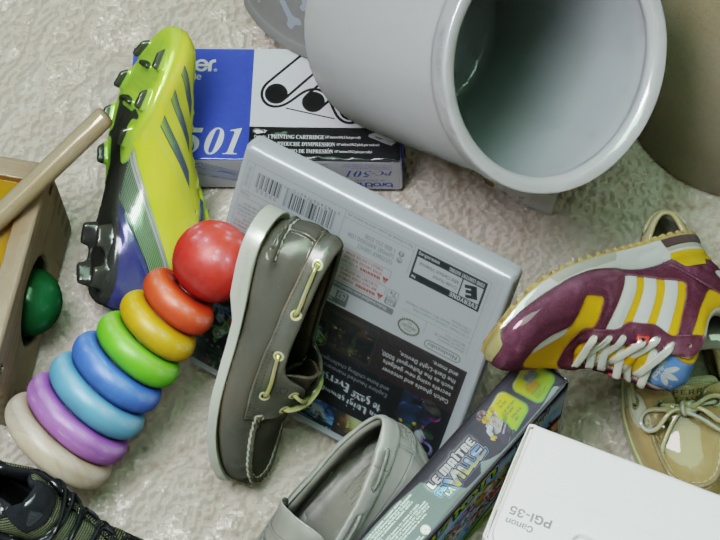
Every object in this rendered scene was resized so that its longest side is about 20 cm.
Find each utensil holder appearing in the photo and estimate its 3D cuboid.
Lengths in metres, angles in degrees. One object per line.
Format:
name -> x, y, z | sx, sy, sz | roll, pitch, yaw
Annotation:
utensil holder -> 0.075, -0.153, 1.404 | 0.170, 0.171, 0.200 | -40, 30, -15

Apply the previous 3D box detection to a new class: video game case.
video game case -> -0.008, 0.030, 1.415 | 0.199, 0.183, 0.023 | 27, 33, 13

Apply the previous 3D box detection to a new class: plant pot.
plant pot -> 0.281, -0.176, 1.474 | 0.186, 0.200, 0.189 | 0, 66, 1

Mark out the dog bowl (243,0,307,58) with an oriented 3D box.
dog bowl -> 0.006, -0.241, 1.564 | 0.198, 0.059, 0.201 | 0, 52, 0

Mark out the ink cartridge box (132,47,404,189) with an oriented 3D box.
ink cartridge box -> -0.067, -0.110, 1.540 | 0.198, 0.044, 0.095 | 1, 64, 3

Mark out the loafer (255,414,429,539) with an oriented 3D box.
loafer -> -0.038, 0.175, 1.385 | 0.200, 0.070, 0.070 | -49, 46, -9

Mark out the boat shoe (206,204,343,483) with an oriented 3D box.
boat shoe -> -0.055, 0.058, 1.394 | 0.060, 0.203, 0.072 | 19, 28, 16

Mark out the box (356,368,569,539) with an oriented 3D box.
box -> 0.057, 0.151, 1.385 | 0.035, 0.110, 0.200 | 38, 73, 17

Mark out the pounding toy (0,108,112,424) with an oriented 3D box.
pounding toy -> -0.275, -0.012, 1.450 | 0.198, 0.142, 0.186 | 9, 67, 6

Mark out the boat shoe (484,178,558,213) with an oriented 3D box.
boat shoe -> 0.164, -0.130, 1.496 | 0.069, 0.071, 0.201 | 32, 112, 1

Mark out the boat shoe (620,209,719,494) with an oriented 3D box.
boat shoe -> 0.214, 0.060, 1.445 | 0.072, 0.063, 0.202 | -1, 66, 1

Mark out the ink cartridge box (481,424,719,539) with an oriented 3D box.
ink cartridge box -> 0.153, 0.186, 1.316 | 0.145, 0.200, 0.083 | 20, 68, 10

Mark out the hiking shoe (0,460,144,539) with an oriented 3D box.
hiking shoe -> -0.197, 0.181, 1.383 | 0.199, 0.101, 0.076 | 25, 73, 14

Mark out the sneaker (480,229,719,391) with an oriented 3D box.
sneaker -> 0.168, 0.039, 1.357 | 0.199, 0.075, 0.090 | -20, 68, -35

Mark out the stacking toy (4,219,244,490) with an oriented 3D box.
stacking toy -> -0.146, 0.046, 1.410 | 0.085, 0.085, 0.200 | 44, 101, 19

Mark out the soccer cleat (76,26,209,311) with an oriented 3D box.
soccer cleat -> -0.140, -0.068, 1.485 | 0.083, 0.065, 0.202 | 12, 93, -28
